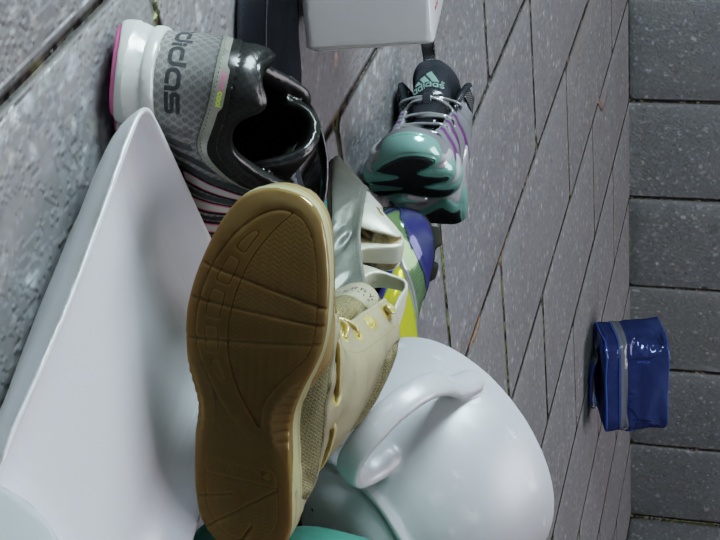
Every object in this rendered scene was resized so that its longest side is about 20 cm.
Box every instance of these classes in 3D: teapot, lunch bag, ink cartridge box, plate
[{"bbox_3d":[0.023,0.150,0.967,0.146,0.197,0.201,-32,108,-31],"label":"teapot"},{"bbox_3d":[0.463,0.187,2.531,0.136,0.131,0.202,-88,175,-70],"label":"lunch bag"},{"bbox_3d":[0.007,-0.255,0.904,0.145,0.083,0.202,-75,162,-63],"label":"ink cartridge box"},{"bbox_3d":[-0.113,0.059,0.687,0.201,0.032,0.201,72,28,-53],"label":"plate"}]

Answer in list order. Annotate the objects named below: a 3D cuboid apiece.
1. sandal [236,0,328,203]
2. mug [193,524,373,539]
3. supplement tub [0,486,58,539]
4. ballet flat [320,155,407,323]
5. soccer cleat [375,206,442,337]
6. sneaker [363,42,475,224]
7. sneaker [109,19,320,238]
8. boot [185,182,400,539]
[{"bbox_3d":[-0.045,-0.081,0.867,0.076,0.042,0.202,-43,134,-67],"label":"sandal"},{"bbox_3d":[-0.018,0.228,0.821,0.184,0.114,0.153,15,83,-40],"label":"mug"},{"bbox_3d":[-0.128,0.178,0.465,0.141,0.139,0.201,-68,156,-47],"label":"supplement tub"},{"bbox_3d":[0.000,0.000,0.944,0.201,0.063,0.068,-86,175,-47],"label":"ballet flat"},{"bbox_3d":[0.013,0.050,1.103,0.083,0.064,0.202,-8,108,-43],"label":"soccer cleat"},{"bbox_3d":[0.050,-0.123,1.148,0.200,0.077,0.141,58,37,-79],"label":"sneaker"},{"bbox_3d":[-0.059,-0.054,0.747,0.200,0.087,0.074,68,30,-57],"label":"sneaker"},{"bbox_3d":[-0.027,0.029,0.766,0.155,0.072,0.202,-47,145,-59],"label":"boot"}]
